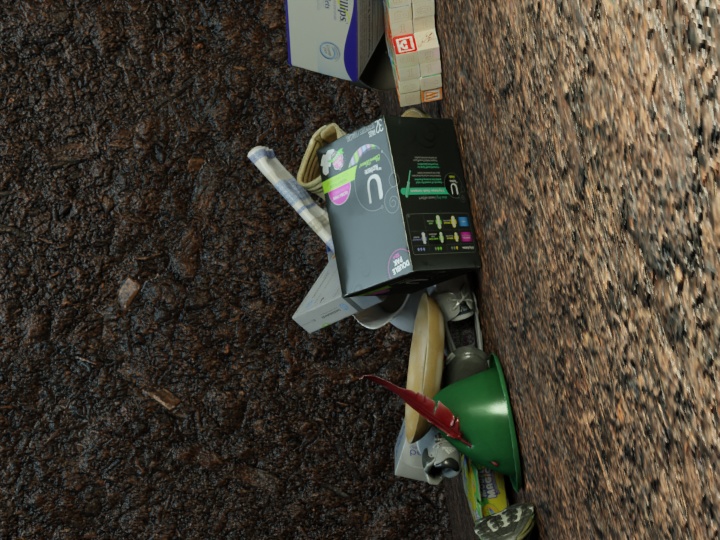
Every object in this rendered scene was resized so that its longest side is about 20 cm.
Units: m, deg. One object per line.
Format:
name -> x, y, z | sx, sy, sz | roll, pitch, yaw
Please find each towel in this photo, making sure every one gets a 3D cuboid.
towel -> -0.075, -0.091, 1.689 | 0.200, 0.024, 0.147 | 48, -175, -2

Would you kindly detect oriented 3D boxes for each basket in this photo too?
basket -> 0.026, -0.345, 1.898 | 0.200, 0.135, 0.182 | -111, 15, -69

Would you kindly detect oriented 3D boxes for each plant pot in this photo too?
plant pot -> 0.086, 0.131, 1.661 | 0.200, 0.027, 0.202 | -173, 90, -87

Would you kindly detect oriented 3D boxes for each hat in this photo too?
hat -> 0.097, 0.193, 1.559 | 0.166, 0.175, 0.201 | -104, 4, -80

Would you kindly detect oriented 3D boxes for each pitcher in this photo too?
pitcher -> 0.089, 0.013, 1.862 | 0.121, 0.172, 0.200 | 45, -163, 23

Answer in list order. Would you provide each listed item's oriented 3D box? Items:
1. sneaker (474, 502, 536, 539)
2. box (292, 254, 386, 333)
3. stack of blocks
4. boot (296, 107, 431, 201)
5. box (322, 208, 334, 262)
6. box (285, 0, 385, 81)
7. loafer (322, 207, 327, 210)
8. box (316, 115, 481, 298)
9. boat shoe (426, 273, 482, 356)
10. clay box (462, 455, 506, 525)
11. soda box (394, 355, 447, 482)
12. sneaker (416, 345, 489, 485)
sneaker -> 0.186, 0.330, 1.493 | 0.200, 0.076, 0.089 | 50, -164, -80
box -> 0.000, 0.000, 1.759 | 0.041, 0.200, 0.156 | 43, -124, -16
stack of blocks -> 0.065, -0.319, 1.615 | 0.200, 0.058, 0.116 | 80, 179, -61
boot -> 0.008, -0.167, 1.729 | 0.072, 0.200, 0.155 | 34, 177, 40
box -> 0.033, -0.087, 1.918 | 0.048, 0.199, 0.122 | -118, 13, -49
box -> -0.018, -0.389, 1.653 | 0.185, 0.104, 0.201 | 90, -160, -49
loafer -> 0.031, -0.115, 1.986 | 0.072, 0.199, 0.063 | -156, 58, -72
box -> 0.047, -0.079, 1.594 | 0.148, 0.124, 0.201 | -20, 77, 49
boat shoe -> 0.130, 0.049, 1.706 | 0.069, 0.072, 0.201 | -131, 30, -59
clay box -> 0.173, 0.290, 1.757 | 0.200, 0.047, 0.116 | -104, 6, -76
soda box -> 0.104, 0.208, 1.823 | 0.068, 0.063, 0.201 | -87, 12, -62
sneaker -> 0.128, 0.207, 1.667 | 0.116, 0.074, 0.201 | -86, 10, -56
